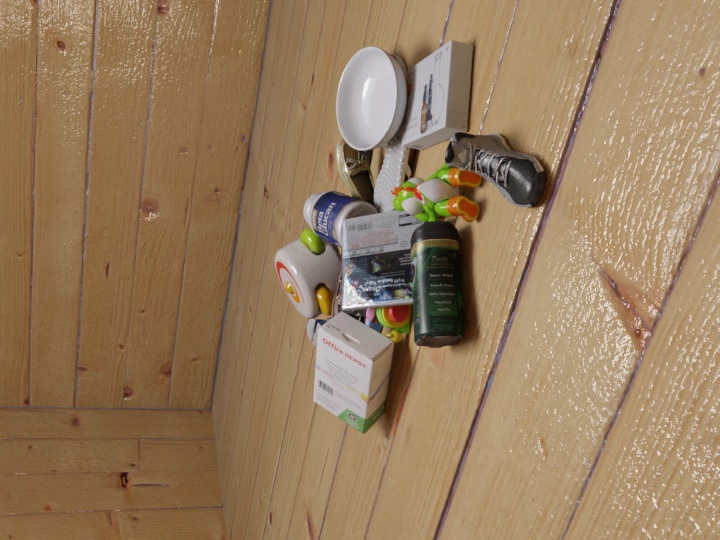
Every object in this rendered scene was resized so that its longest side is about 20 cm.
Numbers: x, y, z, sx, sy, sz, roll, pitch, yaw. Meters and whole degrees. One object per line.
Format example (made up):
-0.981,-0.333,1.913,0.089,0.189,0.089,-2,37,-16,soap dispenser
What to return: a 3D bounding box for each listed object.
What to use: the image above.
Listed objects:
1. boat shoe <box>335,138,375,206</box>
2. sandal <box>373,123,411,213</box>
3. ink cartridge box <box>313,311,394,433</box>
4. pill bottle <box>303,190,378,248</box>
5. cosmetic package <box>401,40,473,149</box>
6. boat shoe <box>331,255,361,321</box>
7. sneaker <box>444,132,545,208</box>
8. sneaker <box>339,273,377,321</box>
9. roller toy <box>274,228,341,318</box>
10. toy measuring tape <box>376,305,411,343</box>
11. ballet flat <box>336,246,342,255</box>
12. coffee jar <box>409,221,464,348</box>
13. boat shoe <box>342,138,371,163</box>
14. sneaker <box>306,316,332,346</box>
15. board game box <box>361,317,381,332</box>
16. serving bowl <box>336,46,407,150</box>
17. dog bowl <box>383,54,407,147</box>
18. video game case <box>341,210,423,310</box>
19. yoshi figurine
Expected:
0.002,-0.204,1.542,0.063,0.072,0.206,-5,102,61,boat shoe
0.079,-0.203,1.418,0.083,0.049,0.207,46,132,43,sandal
-0.017,0.210,1.399,0.143,0.084,0.204,27,129,27,ink cartridge box
-0.049,-0.115,1.513,0.199,0.109,0.114,27,111,54,pill bottle
0.140,-0.321,1.267,0.199,0.050,0.155,179,97,-71,cosmetic package
-0.024,0.048,1.506,0.070,0.068,0.206,147,126,-70,boat shoe
0.184,-0.153,1.005,0.201,0.112,0.077,-120,40,-58,sneaker
0.000,0.000,1.400,0.079,0.093,0.206,10,-95,-73,sneaker
-0.120,0.016,1.631,0.203,0.138,0.182,61,161,0,roller toy
0.068,0.042,1.359,0.073,0.072,0.206,174,100,-70,toy measuring tape
-0.036,-0.089,1.691,0.069,0.061,0.205,132,139,-62,ballet flat
0.129,0.023,1.154,0.105,0.083,0.206,96,173,-74,coffee jar
-0.008,-0.341,1.675,0.074,0.073,0.206,-25,-68,-81,boat shoe
-0.025,0.168,1.586,0.199,0.114,0.082,44,135,28,sneaker
0.032,0.024,1.512,0.153,0.036,0.204,-113,35,-52,board game box
0.032,-0.346,1.383,0.198,0.065,0.206,3,94,51,serving bowl
0.035,-0.389,1.536,0.199,0.077,0.206,-175,90,-70,dog bowl
0.051,-0.022,1.319,0.196,0.023,0.187,-7,75,29,video game case
0.140,-0.128,1.199,0.198,0.112,0.113,3,129,57,yoshi figurine
